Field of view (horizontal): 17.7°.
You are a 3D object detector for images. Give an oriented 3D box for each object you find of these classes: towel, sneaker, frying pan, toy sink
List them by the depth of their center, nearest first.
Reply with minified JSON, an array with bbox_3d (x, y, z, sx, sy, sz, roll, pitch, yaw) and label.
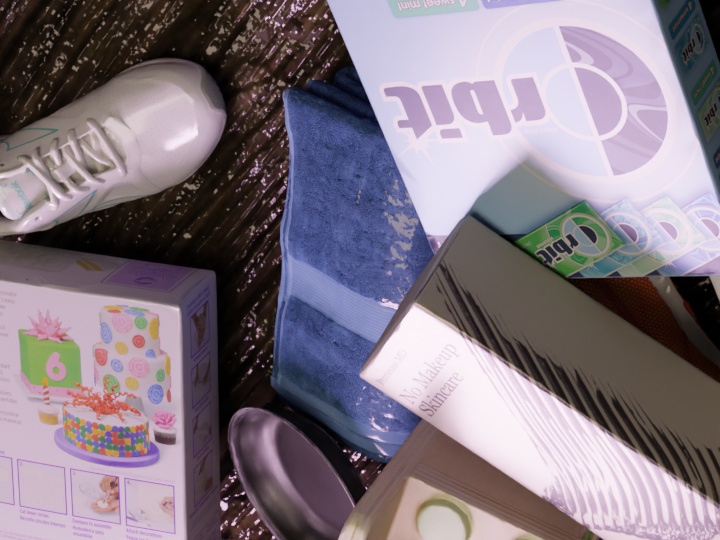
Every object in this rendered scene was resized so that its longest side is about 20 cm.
[{"bbox_3d":[0.157,0.061,1.200,0.077,0.073,0.200,-38,85,-7],"label":"sneaker"},{"bbox_3d":[0.061,0.155,1.220,0.112,0.200,0.131,24,119,12],"label":"toy sink"},{"bbox_3d":[0.000,0.000,1.243,0.112,0.048,0.200,31,125,40],"label":"towel"},{"bbox_3d":[-0.161,-0.056,1.293,0.200,0.080,0.071,-23,100,29],"label":"sneaker"},{"bbox_3d":[-0.015,0.155,1.303,0.115,0.031,0.190,-3,117,57],"label":"frying pan"}]

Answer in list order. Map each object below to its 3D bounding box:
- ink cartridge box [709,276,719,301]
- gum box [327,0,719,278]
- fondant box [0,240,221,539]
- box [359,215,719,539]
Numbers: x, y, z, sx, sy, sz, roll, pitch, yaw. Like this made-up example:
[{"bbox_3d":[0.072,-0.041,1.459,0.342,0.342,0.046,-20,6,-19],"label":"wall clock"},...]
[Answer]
[{"bbox_3d":[0.273,0.038,1.141,0.146,0.084,0.200,-18,104,30],"label":"ink cartridge box"},{"bbox_3d":[0.084,-0.088,1.083,0.170,0.045,0.200,-1,126,35],"label":"gum box"},{"bbox_3d":[-0.156,0.092,1.329,0.144,0.058,0.200,8,114,18],"label":"fondant box"},{"bbox_3d":[0.107,0.066,1.129,0.200,0.068,0.082,32,142,0],"label":"box"}]
